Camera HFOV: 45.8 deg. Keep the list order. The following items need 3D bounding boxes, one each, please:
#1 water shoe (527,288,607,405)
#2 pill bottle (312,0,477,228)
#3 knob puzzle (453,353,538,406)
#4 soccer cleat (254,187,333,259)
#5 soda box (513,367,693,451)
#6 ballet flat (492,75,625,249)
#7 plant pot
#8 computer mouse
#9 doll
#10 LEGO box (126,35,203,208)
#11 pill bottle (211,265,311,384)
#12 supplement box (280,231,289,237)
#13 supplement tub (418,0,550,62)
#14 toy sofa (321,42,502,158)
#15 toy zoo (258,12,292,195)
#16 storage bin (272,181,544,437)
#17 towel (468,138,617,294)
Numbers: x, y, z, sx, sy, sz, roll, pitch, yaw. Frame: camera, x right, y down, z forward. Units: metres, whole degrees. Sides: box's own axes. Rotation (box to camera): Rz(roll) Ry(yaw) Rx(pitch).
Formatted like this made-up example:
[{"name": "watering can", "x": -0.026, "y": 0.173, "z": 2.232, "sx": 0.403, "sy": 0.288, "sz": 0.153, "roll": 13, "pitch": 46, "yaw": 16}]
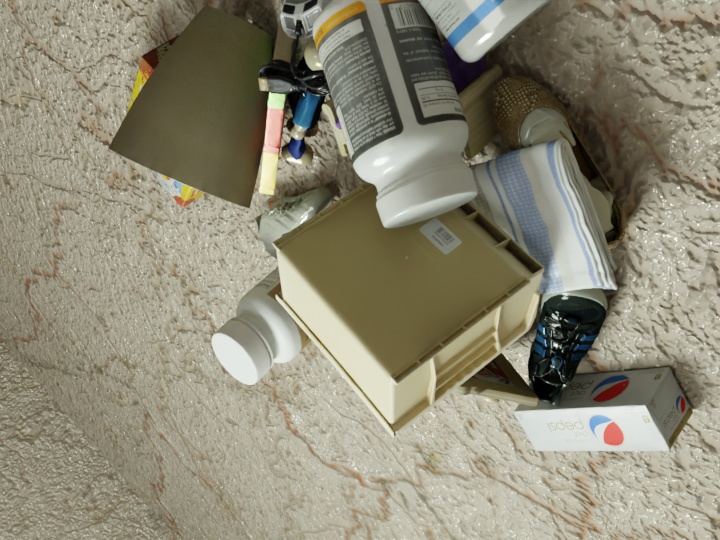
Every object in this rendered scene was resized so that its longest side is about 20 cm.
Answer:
[{"name": "water shoe", "x": 0.226, "y": 0.085, "z": 0.938, "sx": 0.070, "sy": 0.080, "sz": 0.201, "roll": 10, "pitch": 149, "yaw": 10}, {"name": "pill bottle", "x": 0.034, "y": -0.151, "z": 0.788, "sx": 0.116, "sy": 0.115, "sz": 0.204, "roll": -25, "pitch": 80, "yaw": 55}, {"name": "knob puzzle", "x": 0.091, "y": 0.113, "z": 1.007, "sx": 0.217, "sy": 0.218, "sz": 0.031, "roll": 24, "pitch": 105, "yaw": 32}, {"name": "soccer cleat", "x": -0.101, "y": -0.076, "z": 1.197, "sx": 0.078, "sy": 0.069, "sz": 0.200, "roll": 53, "pitch": 149, "yaw": -1}, {"name": "soda box", "x": 0.278, "y": 0.165, "z": 0.993, "sx": 0.198, "sy": 0.068, "sz": 0.064, "roll": -17, "pitch": 110, "yaw": 54}, {"name": "ballet flat", "x": 0.200, "y": -0.103, "z": 0.824, "sx": 0.201, "sy": 0.070, "sz": 0.065, "roll": 50, "pitch": -176, "yaw": -12}, {"name": "plant pot", "x": -0.185, "y": -0.207, "z": 1.042, "sx": 0.185, "sy": 0.186, "sz": 0.204, "roll": 25, "pitch": 95, "yaw": 30}, {"name": "computer mouse", "x": -0.045, "y": -0.275, "z": 0.886, "sx": 0.108, "sy": 0.205, "sz": 0.043, "roll": 6, "pitch": 169, "yaw": 43}, {"name": "doll", "x": -0.060, "y": -0.207, "z": 0.990, "sx": 0.047, "sy": 0.140, "sz": 0.200, "roll": 11, "pitch": 158, "yaw": -7}, {"name": "LEGO box", "x": -0.260, "y": -0.211, "z": 1.237, "sx": 0.149, "sy": 0.077, "sz": 0.200, "roll": 47, "pitch": 146, "yaw": 4}, {"name": "pill bottle", "x": -0.115, "y": 0.065, "z": 1.225, "sx": 0.113, "sy": 0.200, "sz": 0.116, "roll": 28, "pitch": 141, "yaw": 26}, {"name": "supplement box", "x": 0.000, "y": 0.000, "z": 1.030, "sx": 0.200, "sy": 0.129, "sz": 0.105, "roll": 38, "pitch": 149, "yaw": 64}, {"name": "supplement tub", "x": 0.083, "y": -0.295, "z": 0.724, "sx": 0.201, "sy": 0.132, "sz": 0.131, "roll": 53, "pitch": 145, "yaw": -4}, {"name": "toy sofa", "x": 0.053, "y": -0.182, "z": 0.907, "sx": 0.197, "sy": 0.083, "sz": 0.099, "roll": 9, "pitch": 130, "yaw": 44}, {"name": "toy zoo", "x": -0.102, "y": -0.188, "z": 1.031, "sx": 0.020, "sy": 0.133, "sz": 0.203, "roll": 7, "pitch": 132, "yaw": -6}, {"name": "storage bin", "x": 0.045, "y": 0.014, "z": 0.844, "sx": 0.200, "sy": 0.197, "sz": 0.095, "roll": 45, "pitch": 157, "yaw": 29}, {"name": "towel", "x": 0.155, "y": -0.041, "z": 0.845, "sx": 0.198, "sy": 0.024, "sz": 0.150, "roll": -10, "pitch": 104, "yaw": 57}]
